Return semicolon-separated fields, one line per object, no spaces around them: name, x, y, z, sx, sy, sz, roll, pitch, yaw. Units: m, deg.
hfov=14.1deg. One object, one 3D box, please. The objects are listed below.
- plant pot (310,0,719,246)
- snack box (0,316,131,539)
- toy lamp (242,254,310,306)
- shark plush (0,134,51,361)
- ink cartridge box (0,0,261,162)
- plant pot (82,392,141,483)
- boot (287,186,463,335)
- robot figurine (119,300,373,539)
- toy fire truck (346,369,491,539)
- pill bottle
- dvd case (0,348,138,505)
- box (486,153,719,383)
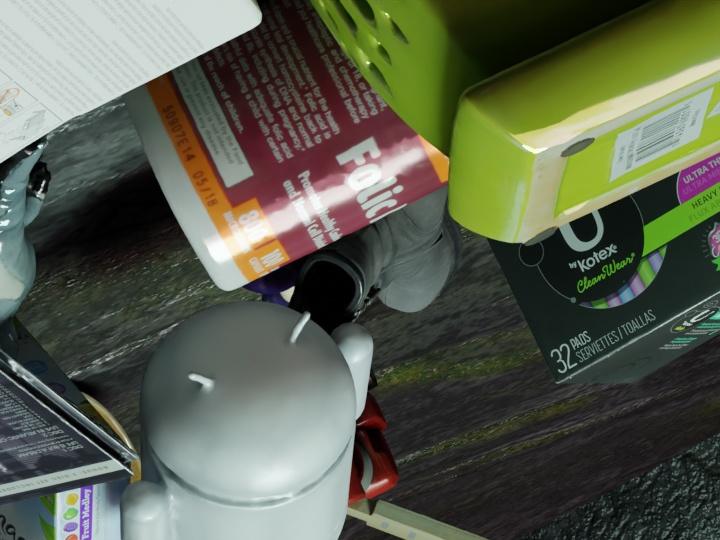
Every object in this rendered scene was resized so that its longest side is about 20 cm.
plant pot;0.087;-0.131;1.180;0.198;0.182;0.200;-25;168;-6
snack box;-0.184;0.142;1.615;0.053;0.142;0.201;-19;134;-30
toy lamp;-0.045;-0.003;1.685;0.058;0.058;0.200;-26;166;2
shark plush;-0.183;-0.025;1.404;0.083;0.091;0.200;-47;162;-28
ink cartridge box;-0.142;-0.100;1.161;0.176;0.045;0.200;-28;166;4
plant pot;-0.247;0.191;1.839;0.199;0.187;0.186;-17;170;20
boot;0.000;0.000;1.636;0.132;0.070;0.200;-55;165;-24
robot figurine;-0.060;0.092;1.533;0.169;0.113;0.200;-40;156;-25
toy fire truck;-0.002;0.132;1.966;0.128;0.201;0.176;-26;167;4
pill bottle;0.000;-0.083;1.343;0.199;0.115;0.114;-26;167;2
dvd case;-0.224;0.066;1.427;0.148;0.016;0.200;-14;144;27
box;0.194;-0.038;1.797;0.200;0.149;0.124;-32;164;23
